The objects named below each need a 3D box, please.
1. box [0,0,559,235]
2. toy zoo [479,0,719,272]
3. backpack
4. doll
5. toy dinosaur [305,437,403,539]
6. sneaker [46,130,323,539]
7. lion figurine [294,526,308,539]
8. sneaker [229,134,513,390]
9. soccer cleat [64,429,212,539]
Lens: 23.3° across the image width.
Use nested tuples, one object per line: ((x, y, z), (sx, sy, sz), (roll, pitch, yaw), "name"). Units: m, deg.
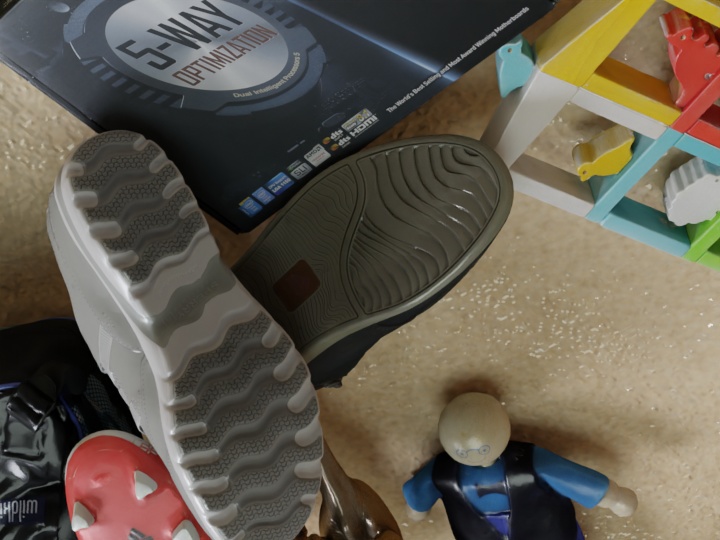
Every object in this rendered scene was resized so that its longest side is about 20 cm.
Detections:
((-0.039, -0.120, 0.749), (0.200, 0.044, 0.160), (-34, 125, 29), "box")
((0.144, -0.069, 0.795), (0.199, 0.021, 0.131), (20, 131, -27), "toy zoo")
((-0.186, 0.130, 0.900), (0.182, 0.147, 0.201), (-11, 110, 12), "backpack")
((0.091, 0.142, 0.992), (0.136, 0.049, 0.200), (-8, 129, 22), "doll")
((-0.007, 0.130, 0.937), (0.060, 0.106, 0.200), (-17, 128, 18), "toy dinosaur")
((-0.081, 0.036, 0.790), (0.075, 0.201, 0.082), (-23, 180, -29), "sneaker")
((-0.044, 0.180, 0.992), (0.122, 0.073, 0.200), (-3, 146, 41), "lion figurine")
((0.000, 0.000, 0.834), (0.200, 0.075, 0.106), (-34, 169, 23), "sneaker")
((-0.070, 0.144, 0.844), (0.068, 0.085, 0.200), (-32, 113, 19), "soccer cleat")
